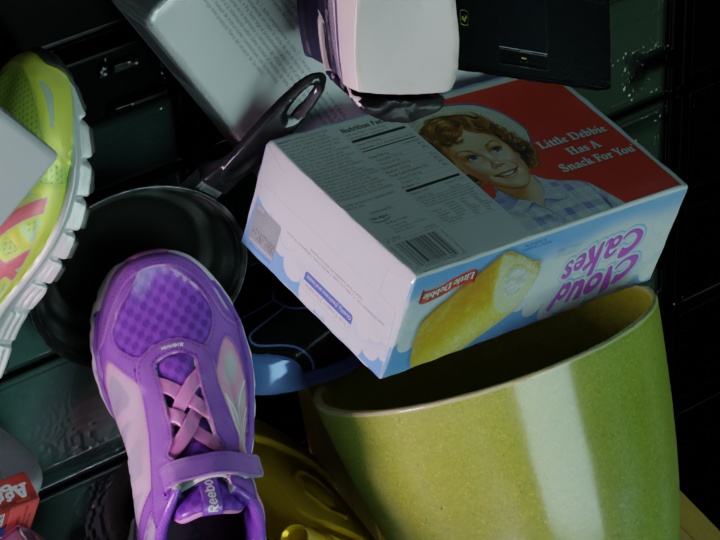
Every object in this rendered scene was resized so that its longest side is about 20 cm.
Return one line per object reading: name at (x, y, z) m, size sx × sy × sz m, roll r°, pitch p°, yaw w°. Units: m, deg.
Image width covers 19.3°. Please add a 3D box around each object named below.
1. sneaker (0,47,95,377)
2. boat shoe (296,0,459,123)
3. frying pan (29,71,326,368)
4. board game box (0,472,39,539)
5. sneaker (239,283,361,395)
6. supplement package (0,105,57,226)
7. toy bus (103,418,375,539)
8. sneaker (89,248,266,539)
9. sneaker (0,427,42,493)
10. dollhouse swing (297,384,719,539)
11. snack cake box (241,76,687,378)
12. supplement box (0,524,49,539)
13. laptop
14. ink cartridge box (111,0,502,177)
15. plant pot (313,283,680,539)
sneaker at (-0.191, -0.013, 0.981) m, size 0.090 × 0.078 × 0.200 m, roll 16°, pitch 104°, yaw -37°
boat shoe at (0.005, -0.175, 0.971) m, size 0.075 × 0.093 × 0.200 m, roll -2°, pitch 108°, yaw -23°
frying pan at (-0.101, -0.029, 1.053) m, size 0.115 × 0.031 × 0.190 m, roll 4°, pitch 124°, yaw -30°
board game box at (-0.224, 0.175, 1.051) m, size 0.103 × 0.019 × 0.200 m, roll -18°, pitch 152°, yaw -31°
sneaker at (0.000, 0.000, 1.157) m, size 0.200 × 0.070 × 0.078 m, roll -24°, pitch 121°, yaw -31°
supplement package at (-0.248, -0.072, 0.863) m, size 0.121 × 0.120 × 0.200 m, roll -51°, pitch 136°, yaw -4°
toy bus at (-0.064, 0.205, 1.141) m, size 0.136 × 0.192 × 0.200 m, roll 30°, pitch 97°, yaw -47°
sneaker at (-0.082, 0.088, 1.032) m, size 0.080 × 0.088 × 0.200 m, roll -8°, pitch 91°, yaw -11°
sneaker at (-0.259, 0.127, 1.027) m, size 0.200 × 0.073 × 0.112 m, roll 2°, pitch 128°, yaw -44°
dollhouse swing at (0.101, 0.114, 1.229) m, size 0.200 × 0.176 × 0.182 m, roll -29°, pitch 132°, yaw -22°
snack cake box at (0.054, -0.030, 1.075) m, size 0.200 × 0.115 × 0.067 m, roll -18°, pitch 139°, yaw -39°
supplement box at (-0.129, 0.238, 1.021) m, size 0.103 × 0.200 × 0.131 m, roll -37°, pitch 158°, yaw 2°
laptop at (0.125, -0.198, 1.067) m, size 0.177 × 0.103 × 0.200 m, roll 0°, pitch 89°, yaw -57°
ink cartridge box at (-0.007, -0.132, 1.078) m, size 0.176 × 0.045 × 0.200 m, roll -45°, pitch 136°, yaw -7°
plant pot at (0.093, 0.132, 1.124) m, size 0.187 × 0.187 × 0.200 m, roll -23°, pitch 102°, yaw -27°
